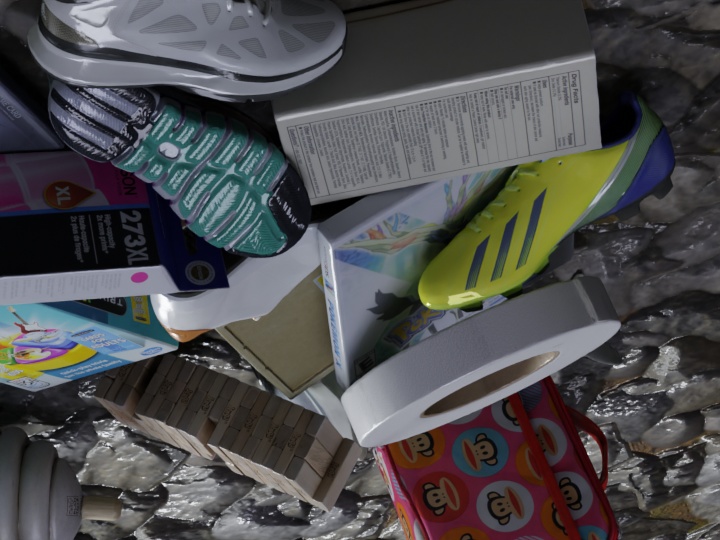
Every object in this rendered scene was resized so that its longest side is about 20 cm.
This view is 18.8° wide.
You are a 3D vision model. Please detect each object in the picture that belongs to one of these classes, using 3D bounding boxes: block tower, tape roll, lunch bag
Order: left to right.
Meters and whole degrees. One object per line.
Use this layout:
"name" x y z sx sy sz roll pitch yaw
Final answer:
"block tower" -0.099 0.111 1.590 0.199 0.054 0.058 19 162 29
"tape roll" 0.083 0.063 1.493 0.202 0.037 0.203 -24 168 -5
"lunch bag" 0.113 0.165 1.685 0.175 0.201 0.082 -18 151 -11

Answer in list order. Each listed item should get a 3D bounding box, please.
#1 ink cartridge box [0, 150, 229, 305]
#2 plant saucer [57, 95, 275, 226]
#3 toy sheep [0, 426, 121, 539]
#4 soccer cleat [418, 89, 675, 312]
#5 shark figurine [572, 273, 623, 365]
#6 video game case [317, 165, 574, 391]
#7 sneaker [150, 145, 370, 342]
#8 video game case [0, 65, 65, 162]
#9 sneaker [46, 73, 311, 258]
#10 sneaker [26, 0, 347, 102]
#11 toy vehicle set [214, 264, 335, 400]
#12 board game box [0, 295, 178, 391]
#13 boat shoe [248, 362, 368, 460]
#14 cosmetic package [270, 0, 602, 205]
"ink cartridge box" -0.183 -0.027 1.338 0.198 0.095 0.037 -3 144 -17
"plant saucer" -0.149 -0.045 1.447 0.198 0.032 0.201 -6 148 -4
"toy sheep" -0.283 0.180 1.675 0.198 0.139 0.138 -3 148 -1
"soccer cleat" 0.115 -0.047 1.428 0.199 0.065 0.084 -33 119 -7
"shark figurine" 0.077 0.063 1.629 0.213 0.090 0.128 8 146 -22
"video game case" 0.063 -0.018 1.467 0.199 0.022 0.183 -31 148 -16
"sneaker" -0.055 -0.023 1.427 0.199 0.073 0.085 -30 153 -19
"video game case" -0.301 -0.078 1.323 0.199 0.019 0.143 -21 147 14
"sneaker" -0.111 -0.084 1.330 0.074 0.088 0.200 -45 127 12
"sneaker" -0.083 -0.163 1.238 0.199 0.076 0.116 -4 137 -30
"toy vehicle set" 0.000 0.000 1.502 0.199 0.027 0.124 -35 144 4
"board game box" -0.245 0.027 1.472 0.150 0.047 0.199 -17 155 37
"boat shoe" -0.039 0.086 1.662 0.071 0.071 0.201 4 154 18
"cosmetic package" 0.046 -0.112 1.354 0.198 0.074 0.104 -11 148 1
